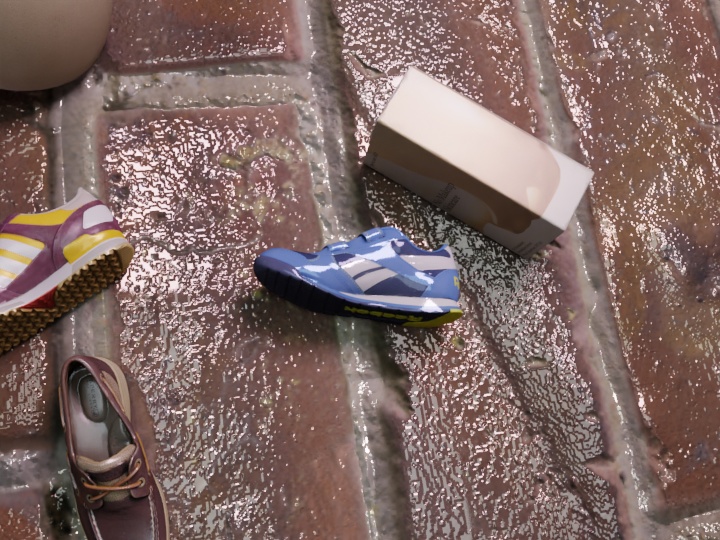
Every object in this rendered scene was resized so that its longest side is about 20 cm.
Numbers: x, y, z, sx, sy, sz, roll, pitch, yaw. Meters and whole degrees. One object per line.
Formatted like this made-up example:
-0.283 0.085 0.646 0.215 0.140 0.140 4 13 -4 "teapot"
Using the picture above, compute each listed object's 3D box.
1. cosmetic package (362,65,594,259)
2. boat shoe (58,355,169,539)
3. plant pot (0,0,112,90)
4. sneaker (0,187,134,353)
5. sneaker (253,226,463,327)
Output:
0.109 -0.100 0.686 0.200 0.105 0.071 30 74 2 "cosmetic package"
-0.212 0.165 0.589 0.072 0.072 0.200 -14 78 -11 "boat shoe"
-0.308 -0.282 0.622 0.200 0.134 0.200 15 62 -30 "plant pot"
-0.308 0.004 0.624 0.200 0.075 0.090 -32 74 -21 "sneaker"
0.000 0.000 0.664 0.200 0.074 0.082 10 72 -13 "sneaker"
